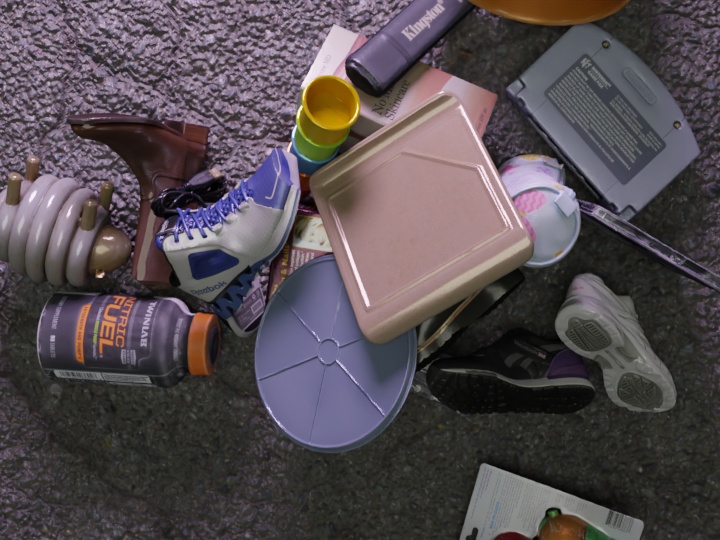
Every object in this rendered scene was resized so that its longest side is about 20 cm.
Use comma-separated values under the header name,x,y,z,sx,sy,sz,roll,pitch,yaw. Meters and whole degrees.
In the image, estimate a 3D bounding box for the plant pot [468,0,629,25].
name,x,y,z,sx,sy,sz,roll,pitch,yaw
plant pot,0.195,-0.381,0.874,0.196,0.200,0.187,12,82,4

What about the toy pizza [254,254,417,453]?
name,x,y,z,sx,sy,sz,roll,pitch,yaw
toy pizza,-0.026,0.085,0.892,0.197,0.032,0.205,-6,77,29

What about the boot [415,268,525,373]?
name,x,y,z,sx,sy,sz,roll,pitch,yaw
boot,0.055,0.019,0.901,0.199,0.077,0.139,-41,78,12

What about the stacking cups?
name,x,y,z,sx,sy,sz,roll,pitch,yaw
stacking cups,-0.055,-0.128,0.916,0.059,0.200,0.062,6,69,-15

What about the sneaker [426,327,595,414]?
name,x,y,z,sx,sy,sz,roll,pitch,yaw
sneaker,0.162,0.109,0.974,0.196,0.089,0.076,7,140,-17

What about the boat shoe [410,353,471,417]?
name,x,y,z,sx,sy,sz,roll,pitch,yaw
boat shoe,0.048,0.117,1.011,0.197,0.072,0.069,21,98,-4

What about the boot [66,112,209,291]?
name,x,y,z,sx,sy,sz,roll,pitch,yaw
boot,-0.250,-0.070,0.972,0.064,0.184,0.204,16,102,44

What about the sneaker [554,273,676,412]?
name,x,y,z,sx,sy,sz,roll,pitch,yaw
sneaker,0.299,0.078,0.973,0.077,0.100,0.200,-20,122,39

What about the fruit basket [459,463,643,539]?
name,x,y,z,sx,sy,sz,roll,pitch,yaw
fruit basket,0.214,0.346,1.024,0.197,0.093,0.189,17,99,19

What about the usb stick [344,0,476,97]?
name,x,y,z,sx,sy,sz,roll,pitch,yaw
usb stick,0.058,-0.256,0.921,0.055,0.033,0.200,39,62,8

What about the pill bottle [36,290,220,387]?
name,x,y,z,sx,sy,sz,roll,pitch,yaw
pill bottle,-0.268,0.082,1.018,0.196,0.106,0.109,3,98,5

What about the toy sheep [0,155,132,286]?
name,x,y,z,sx,sy,sz,roll,pitch,yaw
toy sheep,-0.360,-0.051,0.999,0.197,0.138,0.140,21,99,-1

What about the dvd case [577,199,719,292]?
name,x,y,z,sx,sy,sz,roll,pitch,yaw
dvd case,0.288,-0.030,0.896,0.147,0.200,0.016,30,99,1

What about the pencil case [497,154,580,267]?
name,x,y,z,sx,sy,sz,roll,pitch,yaw
pencil case,0.182,-0.068,0.907,0.089,0.200,0.084,-24,101,15

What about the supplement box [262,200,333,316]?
name,x,y,z,sx,sy,sz,roll,pitch,yaw
supplement box,0.000,0.000,0.980,0.196,0.103,0.134,9,99,4

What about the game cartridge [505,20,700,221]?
name,x,y,z,sx,sy,sz,roll,pitch,yaw
game cartridge,0.272,-0.169,0.952,0.133,0.042,0.201,-41,88,-3

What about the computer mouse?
name,x,y,z,sx,sy,sz,roll,pitch,yaw
computer mouse,-0.170,-0.013,1.003,0.043,0.110,0.203,-5,113,33

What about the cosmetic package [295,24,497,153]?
name,x,y,z,sx,sy,sz,roll,pitch,yaw
cosmetic package,0.037,-0.171,0.943,0.197,0.088,0.105,22,64,2

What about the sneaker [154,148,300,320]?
name,x,y,z,sx,sy,sz,roll,pitch,yaw
sneaker,-0.148,-0.041,0.895,0.114,0.081,0.201,21,121,-24

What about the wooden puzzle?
name,x,y,z,sx,sy,sz,roll,pitch,yaw
wooden puzzle,0.055,-0.053,0.849,0.183,0.037,0.203,-30,62,15
